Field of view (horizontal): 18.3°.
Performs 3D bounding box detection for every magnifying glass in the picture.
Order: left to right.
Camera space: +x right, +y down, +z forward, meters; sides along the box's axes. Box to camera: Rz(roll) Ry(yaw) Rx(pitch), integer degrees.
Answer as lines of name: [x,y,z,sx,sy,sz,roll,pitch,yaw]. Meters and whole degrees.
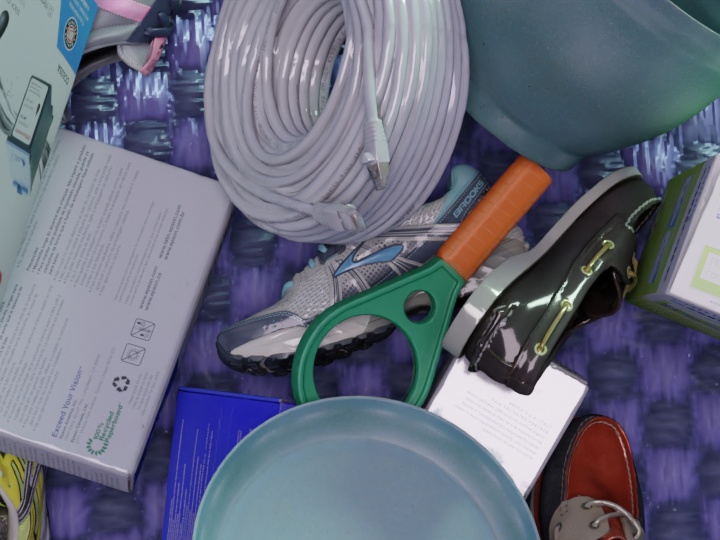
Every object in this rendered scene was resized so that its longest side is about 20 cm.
magnifying glass: [0.038,0.014,1.297,0.080,0.022,0.200,43,84,-14]

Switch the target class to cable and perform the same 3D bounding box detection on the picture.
cable: [-0.016,-0.115,1.290,0.069,0.199,0.202,10,86,-34]

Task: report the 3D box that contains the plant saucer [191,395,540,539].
plant saucer: [0.003,0.167,1.236,0.198,0.027,0.202,5,62,-10]

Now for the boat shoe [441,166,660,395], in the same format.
boat shoe: [0.124,0.007,1.300,0.060,0.072,0.201,38,46,14]

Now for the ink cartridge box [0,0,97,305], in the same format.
ink cartridge box: [-0.228,-0.091,1.237,0.085,0.147,0.201,12,76,12]

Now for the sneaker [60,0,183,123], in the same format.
sneaker: [-0.126,-0.165,1.352,0.199,0.070,0.082,-32,82,7]

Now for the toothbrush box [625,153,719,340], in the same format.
toothbrush box: [0.241,0.004,1.277,0.145,0.200,0.087,21,87,0]

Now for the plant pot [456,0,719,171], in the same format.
plant pot: [0.119,-0.144,1.302,0.200,0.200,0.134,42,111,2]

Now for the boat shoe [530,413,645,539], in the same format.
boat shoe: [0.138,0.172,1.307,0.071,0.063,0.201,15,61,-14]

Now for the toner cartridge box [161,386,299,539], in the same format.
toner cartridge box: [-0.075,0.173,1.323,0.043,0.095,0.202,9,87,-44]

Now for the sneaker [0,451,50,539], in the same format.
sneaker: [-0.216,0.106,1.335,0.075,0.076,0.202,-5,85,2]

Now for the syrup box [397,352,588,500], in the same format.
syrup box: [0.051,0.131,1.331,0.078,0.081,0.201,30,87,0]

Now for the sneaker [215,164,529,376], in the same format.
sneaker: [0.000,0.000,1.348,0.199,0.078,0.087,-22,82,-10]

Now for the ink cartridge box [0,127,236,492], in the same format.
ink cartridge box: [-0.195,0.009,1.325,0.199,0.043,0.197,18,65,3]
